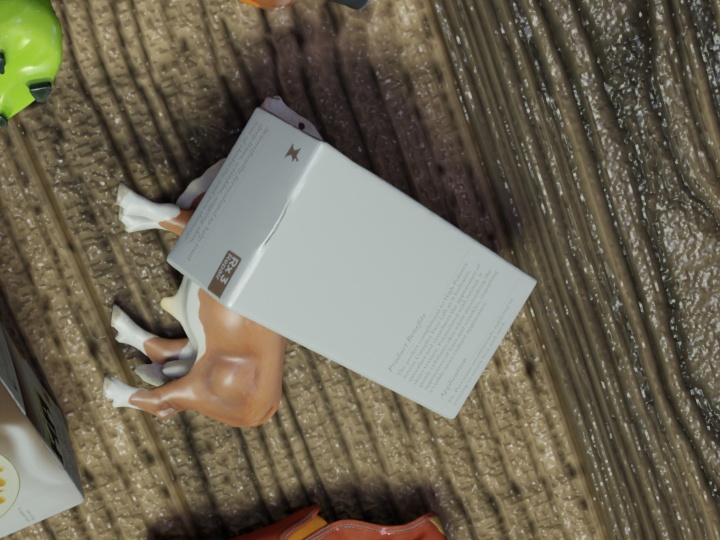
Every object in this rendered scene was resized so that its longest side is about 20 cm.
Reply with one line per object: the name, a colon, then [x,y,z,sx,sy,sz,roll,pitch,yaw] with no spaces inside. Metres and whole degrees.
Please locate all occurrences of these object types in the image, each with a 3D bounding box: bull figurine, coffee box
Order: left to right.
coffee box: [-0.242,0.067,0.822,0.114,0.080,0.201,-23,138,-4]
bull figurine: [-0.083,-0.003,0.884,0.120,0.065,0.202,5,103,-7]

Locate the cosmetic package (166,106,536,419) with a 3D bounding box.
cosmetic package: [0.000,0.000,0.850,0.200,0.074,0.102,31,91,-42]

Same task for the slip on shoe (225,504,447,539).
slip on shoe: [-0.038,0.179,0.950,0.198,0.074,0.062,0,71,-4]

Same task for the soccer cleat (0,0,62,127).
soccer cleat: [-0.225,-0.080,0.736,0.199,0.081,0.067,-29,143,19]

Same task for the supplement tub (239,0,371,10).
supplement tub: [-0.079,-0.204,0.804,0.199,0.107,0.108,18,102,-16]
